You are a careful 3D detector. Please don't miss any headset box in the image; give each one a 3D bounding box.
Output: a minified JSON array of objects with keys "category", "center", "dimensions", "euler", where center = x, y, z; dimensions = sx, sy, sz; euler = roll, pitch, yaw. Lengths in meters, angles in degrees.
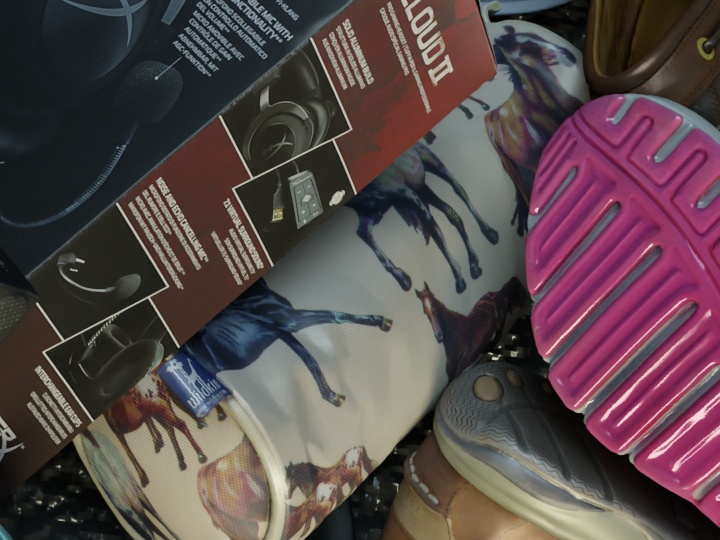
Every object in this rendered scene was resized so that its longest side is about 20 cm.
[{"category":"headset box","center":[-0.073,-0.064,0.690],"dimensions":[0.200,0.077,0.149],"euler":[-41,61,-10]}]

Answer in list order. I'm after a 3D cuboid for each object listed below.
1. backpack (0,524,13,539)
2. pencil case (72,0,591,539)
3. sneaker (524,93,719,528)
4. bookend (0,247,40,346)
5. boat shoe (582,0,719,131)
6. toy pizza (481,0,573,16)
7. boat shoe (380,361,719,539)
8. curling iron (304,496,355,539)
[{"category":"backpack","center":[-0.172,0.125,0.656],"dimensions":[0.199,0.154,0.177],"euler":[7,64,7]},{"category":"pencil case","center":[0.000,0.000,0.766],"dimensions":[0.200,0.078,0.090],"euler":[-42,109,-37]},{"category":"sneaker","center":[0.121,0.037,0.727],"dimensions":[0.200,0.081,0.088],"euler":[56,25,5]},{"category":"bookend","center":[-0.205,-0.043,0.563],"dimensions":[0.092,0.198,0.200],"euler":[-49,60,12]},{"category":"boat shoe","center":[0.107,-0.109,0.798],"dimensions":[0.068,0.072,0.201],"euler":[42,45,-35]},{"category":"toy pizza","center":[0.022,-0.177,0.863],"dimensions":[0.199,0.032,0.201],"euler":[14,59,-25]},{"category":"boat shoe","center":[0.094,0.104,0.762],"dimensions":[0.200,0.072,0.076],"euler":[33,20,-8]},{"category":"curling iron","center":[-0.001,0.103,0.763],"dimensions":[0.049,0.026,0.201],"euler":[-20,56,15]}]
